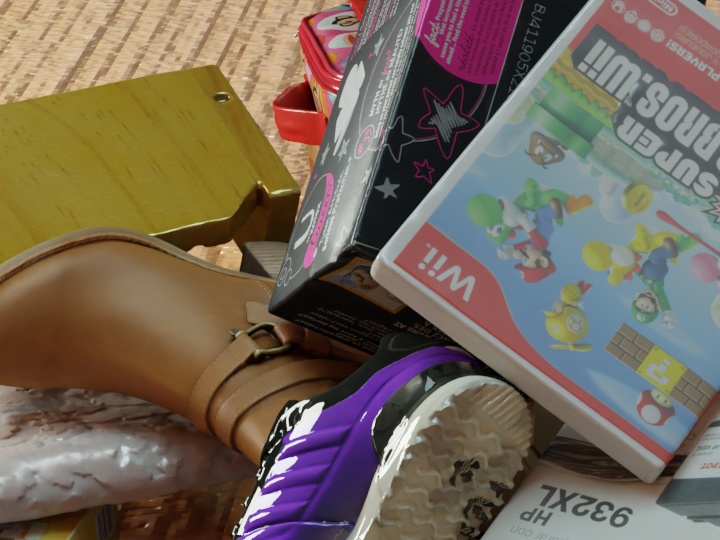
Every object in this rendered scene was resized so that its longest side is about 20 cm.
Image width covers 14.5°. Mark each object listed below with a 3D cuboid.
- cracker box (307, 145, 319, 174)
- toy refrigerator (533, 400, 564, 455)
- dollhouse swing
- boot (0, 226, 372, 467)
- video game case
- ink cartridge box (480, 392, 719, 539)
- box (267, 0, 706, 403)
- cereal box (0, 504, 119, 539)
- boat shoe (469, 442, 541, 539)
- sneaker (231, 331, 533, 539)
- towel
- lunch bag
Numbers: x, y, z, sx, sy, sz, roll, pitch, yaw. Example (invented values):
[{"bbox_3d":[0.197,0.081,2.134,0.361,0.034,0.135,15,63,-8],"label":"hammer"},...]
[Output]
[{"bbox_3d":[0.073,-0.063,1.665,0.199,0.058,0.134,-6,24,-5],"label":"cracker box"},{"bbox_3d":[0.178,0.088,1.296,0.199,0.070,0.076,19,29,39],"label":"toy refrigerator"},{"bbox_3d":[-0.149,0.011,1.429,0.199,0.177,0.182,-12,37,-18],"label":"dollhouse swing"},{"bbox_3d":[-0.074,0.051,1.271,0.199,0.077,0.155,0,31,-27],"label":"boot"},{"bbox_3d":[0.116,-0.026,1.173,0.143,0.017,0.200,36,61,6],"label":"video game case"},{"bbox_3d":[0.150,0.104,1.152,0.145,0.084,0.200,15,53,37],"label":"ink cartridge box"},{"bbox_3d":[0.060,-0.058,1.258,0.132,0.201,0.115,23,-22,-14],"label":"box"},{"bbox_3d":[-0.225,0.133,1.289,0.199,0.040,0.144,1,22,14],"label":"cereal box"},{"bbox_3d":[0.040,0.097,1.307,0.066,0.074,0.200,-36,35,-11],"label":"boat shoe"},{"bbox_3d":[-0.018,0.108,1.170,0.200,0.070,0.100,-49,40,2],"label":"sneaker"},{"bbox_3d":[-0.169,0.076,1.341,0.199,0.032,0.191,-9,18,-22],"label":"towel"},{"bbox_3d":[0.036,-0.107,1.598,0.175,0.082,0.200,-12,18,-4],"label":"lunch bag"}]
